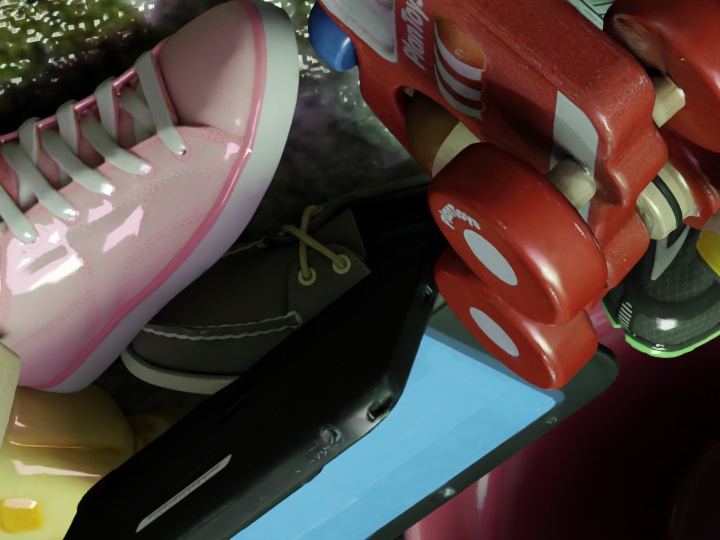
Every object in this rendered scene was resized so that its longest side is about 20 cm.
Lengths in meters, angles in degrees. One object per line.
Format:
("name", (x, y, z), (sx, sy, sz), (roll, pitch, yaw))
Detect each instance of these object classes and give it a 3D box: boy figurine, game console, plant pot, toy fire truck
("boy figurine", (-0.138, 0.096, 1.147), (0.199, 0.065, 0.125), (-4, 130, -12))
("game console", (-0.013, 0.092, 1.048), (0.200, 0.176, 0.116), (-38, 104, 26))
("plant pot", (0.148, 0.107, 1.175), (0.200, 0.200, 0.179), (-43, 146, 21))
("toy fire truck", (0.047, -0.062, 0.952), (0.112, 0.168, 0.200), (-43, 166, -11))

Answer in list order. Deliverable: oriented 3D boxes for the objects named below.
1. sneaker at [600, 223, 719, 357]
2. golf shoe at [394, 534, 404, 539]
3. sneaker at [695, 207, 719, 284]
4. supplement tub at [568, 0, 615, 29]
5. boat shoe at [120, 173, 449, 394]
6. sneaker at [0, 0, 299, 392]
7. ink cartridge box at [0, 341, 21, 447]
("sneaker", (0.161, -0.055, 1.059), (0.200, 0.077, 0.084), (-51, 167, -4))
("golf shoe", (0.001, 0.162, 1.238), (0.199, 0.088, 0.077), (14, 125, -30))
("sneaker", (0.212, -0.032, 0.946), (0.200, 0.075, 0.085), (-13, 141, -36))
("supplement tub", (0.098, -0.142, 0.972), (0.107, 0.107, 0.200), (-39, 131, 18))
("boat shoe", (-0.001, -0.002, 1.094), (0.201, 0.072, 0.060), (-12, 135, -10))
("sneaker", (-0.111, -0.031, 1.026), (0.104, 0.075, 0.200), (15, 130, -36))
("ink cartridge box", (-0.249, 0.024, 0.987), (0.164, 0.075, 0.200), (-9, 143, 33))
